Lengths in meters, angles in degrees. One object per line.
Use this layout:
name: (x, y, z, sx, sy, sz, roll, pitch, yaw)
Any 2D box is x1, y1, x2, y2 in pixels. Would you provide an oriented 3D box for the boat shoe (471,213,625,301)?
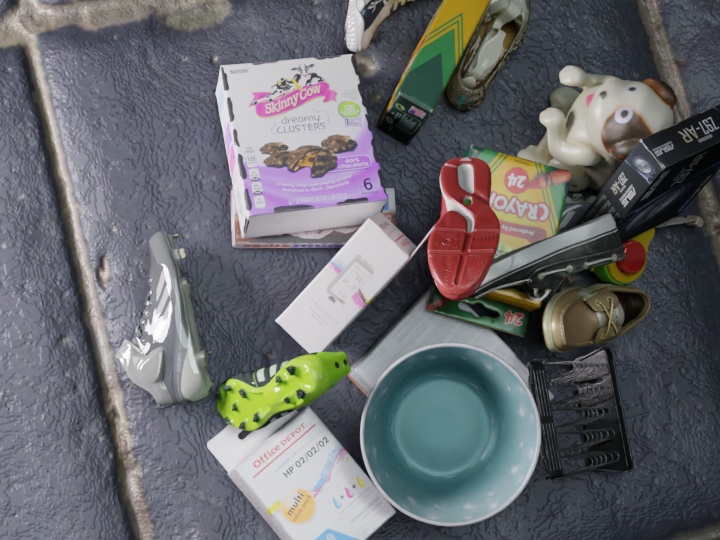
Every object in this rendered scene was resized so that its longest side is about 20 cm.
boat shoe: (0.206, -0.001, 1.540, 0.200, 0.071, 0.064, -21, 91, -6)

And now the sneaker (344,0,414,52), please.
sneaker: (0.058, -0.354, 1.706, 0.129, 0.080, 0.200, 14, 65, 0)

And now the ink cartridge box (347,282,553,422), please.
ink cartridge box: (0.108, 0.135, 1.632, 0.200, 0.050, 0.162, 46, 73, -5)

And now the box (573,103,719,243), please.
box: (0.351, -0.106, 1.588, 0.160, 0.200, 0.044, -24, 70, -29)

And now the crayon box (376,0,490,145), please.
crayon box: (0.094, -0.266, 1.672, 0.051, 0.127, 0.200, 29, 73, -4)

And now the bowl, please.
bowl: (0.096, 0.181, 1.536, 0.200, 0.105, 0.201, 0, 88, -3)

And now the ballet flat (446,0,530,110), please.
ballet flat: (0.171, -0.294, 1.720, 0.068, 0.075, 0.200, 29, 73, -4)

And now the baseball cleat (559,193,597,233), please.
baseball cleat: (0.219, -0.041, 1.688, 0.199, 0.070, 0.107, -4, 89, -5)

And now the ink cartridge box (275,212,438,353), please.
ink cartridge box: (0.000, 0.000, 1.560, 0.067, 0.116, 0.200, 44, 99, 0)

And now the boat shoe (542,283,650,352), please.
boat shoe: (0.282, 0.050, 1.618, 0.200, 0.066, 0.074, -21, 104, -53)

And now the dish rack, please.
dish rack: (0.253, 0.169, 1.590, 0.054, 0.200, 0.154, -15, 79, 27)

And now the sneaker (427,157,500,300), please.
sneaker: (0.118, -0.020, 1.493, 0.078, 0.116, 0.200, 4, 47, 11)

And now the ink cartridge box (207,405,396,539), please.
ink cartridge box: (-0.070, 0.238, 1.556, 0.115, 0.068, 0.200, -40, 88, -17)

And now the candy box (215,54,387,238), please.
candy box: (-0.073, -0.150, 1.622, 0.167, 0.072, 0.200, -8, 69, -14)

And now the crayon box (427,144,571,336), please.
crayon box: (0.164, -0.034, 1.609, 0.127, 0.051, 0.200, 14, 81, -5)

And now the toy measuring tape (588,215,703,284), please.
toy measuring tape: (0.351, -0.023, 1.709, 0.200, 0.074, 0.074, -11, 80, -30)

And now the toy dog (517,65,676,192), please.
toy dog: (0.302, -0.162, 1.654, 0.194, 0.200, 0.140, 39, 74, -1)

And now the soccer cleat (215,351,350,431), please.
soccer cleat: (-0.088, 0.134, 1.524, 0.081, 0.200, 0.068, -16, 86, -42)

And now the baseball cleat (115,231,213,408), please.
baseball cleat: (-0.235, 0.057, 1.554, 0.106, 0.070, 0.200, -15, 76, -5)

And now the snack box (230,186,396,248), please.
snack box: (-0.056, -0.064, 1.647, 0.200, 0.024, 0.072, 0, 75, -12)
